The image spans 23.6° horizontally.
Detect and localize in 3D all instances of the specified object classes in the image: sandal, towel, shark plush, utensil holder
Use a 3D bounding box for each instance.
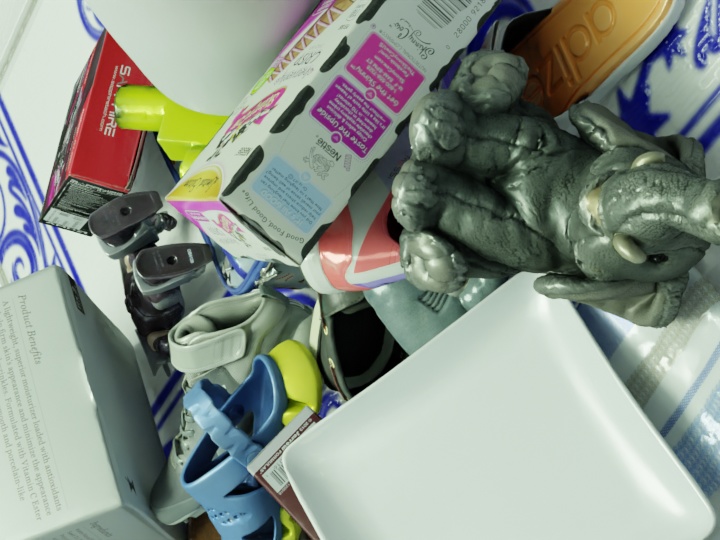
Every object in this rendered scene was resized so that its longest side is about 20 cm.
[{"bbox_3d":[-0.084,0.140,1.175,0.079,0.087,0.200,-135,46,-57],"label":"sandal"},{"bbox_3d":[0.175,0.086,0.946,0.200,0.024,0.147,55,133,34],"label":"towel"},{"bbox_3d":[0.102,-0.119,0.989,0.207,0.059,0.079,-49,56,44],"label":"sandal"},{"bbox_3d":[0.050,0.067,1.060,0.091,0.083,0.200,-164,61,-69],"label":"shark plush"},{"bbox_3d":[-0.099,-0.206,1.037,0.170,0.200,0.170,-6,65,13],"label":"utensil holder"}]

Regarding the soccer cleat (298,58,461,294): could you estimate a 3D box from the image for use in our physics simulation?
[{"bbox_3d":[0.032,-0.063,1.022,0.073,0.200,0.068,0,134,33],"label":"soccer cleat"}]

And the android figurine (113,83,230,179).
[{"bbox_3d":[-0.059,-0.129,1.128,0.200,0.041,0.182,6,69,17],"label":"android figurine"}]

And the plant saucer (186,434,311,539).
[{"bbox_3d":[-0.075,0.207,1.281,0.200,0.034,0.200,8,100,51],"label":"plant saucer"}]

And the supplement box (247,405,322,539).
[{"bbox_3d":[0.024,0.180,1.078,0.061,0.109,0.200,-45,48,-4],"label":"supplement box"}]

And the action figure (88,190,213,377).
[{"bbox_3d":[-0.151,0.008,1.295,0.130,0.069,0.200,61,169,14],"label":"action figure"}]

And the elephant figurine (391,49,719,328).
[{"bbox_3d":[0.127,-0.028,0.905,0.200,0.155,0.142,14,127,22],"label":"elephant figurine"}]

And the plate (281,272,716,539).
[{"bbox_3d":[0.075,0.126,0.975,0.200,0.032,0.200,-37,55,9],"label":"plate"}]

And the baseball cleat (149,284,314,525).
[{"bbox_3d":[-0.110,0.090,1.223,0.200,0.106,0.070,-52,29,14],"label":"baseball cleat"}]

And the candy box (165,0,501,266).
[{"bbox_3d":[-0.016,-0.099,0.970,0.200,0.061,0.136,-54,16,-10],"label":"candy box"}]

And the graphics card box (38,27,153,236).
[{"bbox_3d":[-0.198,-0.105,1.314,0.200,0.051,0.126,153,131,-72],"label":"graphics card box"}]

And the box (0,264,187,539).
[{"bbox_3d":[-0.234,0.134,1.319,0.200,0.131,0.199,64,-174,-66],"label":"box"}]

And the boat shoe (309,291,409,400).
[{"bbox_3d":[0.002,-0.001,1.103,0.063,0.074,0.201,42,143,49],"label":"boat shoe"}]

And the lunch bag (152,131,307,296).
[{"bbox_3d":[-0.077,-0.083,1.220,0.160,0.076,0.200,-54,52,43],"label":"lunch bag"}]
